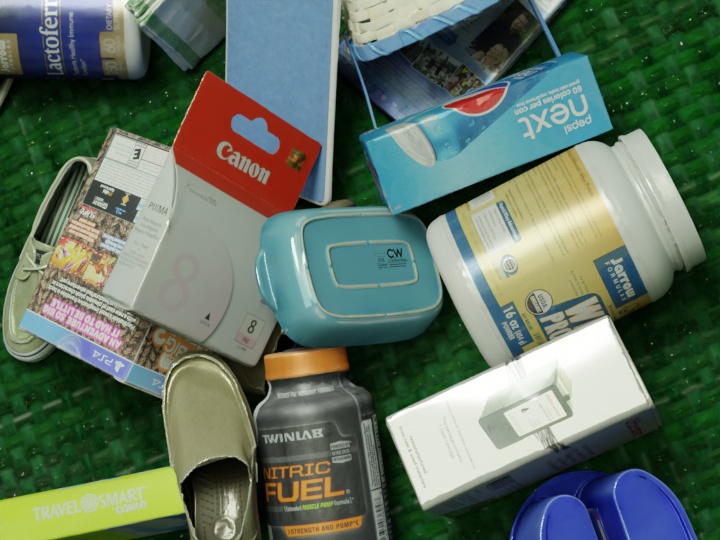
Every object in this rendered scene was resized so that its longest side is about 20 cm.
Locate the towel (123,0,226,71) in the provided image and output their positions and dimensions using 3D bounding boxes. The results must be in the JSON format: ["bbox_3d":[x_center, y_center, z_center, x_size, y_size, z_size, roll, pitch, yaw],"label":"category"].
[{"bbox_3d":[-0.116,-0.277,1.469,0.031,0.149,0.200,44,90,16],"label":"towel"}]

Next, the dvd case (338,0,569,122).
[{"bbox_3d":[0.080,-0.223,1.482,0.143,0.018,0.200,42,92,17],"label":"dvd case"}]

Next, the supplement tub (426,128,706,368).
[{"bbox_3d":[0.170,-0.018,1.358,0.199,0.145,0.145,-27,75,7],"label":"supplement tub"}]

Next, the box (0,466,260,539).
[{"bbox_3d":[-0.199,0.206,1.413,0.199,0.122,0.048,-12,77,10],"label":"box"}]

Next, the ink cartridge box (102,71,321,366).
[{"bbox_3d":[-0.107,-0.037,1.341,0.057,0.162,0.201,27,88,41],"label":"ink cartridge box"}]

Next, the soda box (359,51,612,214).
[{"bbox_3d":[0.104,-0.116,1.373,0.199,0.064,0.068,-22,101,-2],"label":"soda box"}]

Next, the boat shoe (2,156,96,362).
[{"bbox_3d":[-0.287,-0.014,1.504,0.072,0.062,0.201,17,85,15],"label":"boat shoe"}]

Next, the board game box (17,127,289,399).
[{"bbox_3d":[-0.181,-0.003,1.430,0.159,0.097,0.201,21,85,42],"label":"board game box"}]

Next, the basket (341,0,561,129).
[{"bbox_3d":[0.069,-0.219,1.411,0.176,0.139,0.201,-21,102,1],"label":"basket"}]

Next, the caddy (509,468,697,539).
[{"bbox_3d":[0.205,0.256,1.324,0.141,0.105,0.201,-17,75,-15],"label":"caddy"}]

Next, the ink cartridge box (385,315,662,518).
[{"bbox_3d":[0.137,0.124,1.339,0.199,0.145,0.084,-25,74,7],"label":"ink cartridge box"}]

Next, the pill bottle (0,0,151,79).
[{"bbox_3d":[-0.296,-0.234,1.498,0.199,0.116,0.116,0,79,-1],"label":"pill bottle"}]

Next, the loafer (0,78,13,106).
[{"bbox_3d":[-0.395,-0.120,1.545,0.070,0.070,0.201,24,85,24],"label":"loafer"}]

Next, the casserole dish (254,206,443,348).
[{"bbox_3d":[0.000,0.000,1.376,0.039,0.199,0.122,-25,74,45],"label":"casserole dish"}]

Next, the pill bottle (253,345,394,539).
[{"bbox_3d":[-0.033,0.164,1.375,0.106,0.106,0.201,-9,88,11],"label":"pill bottle"}]

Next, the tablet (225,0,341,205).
[{"bbox_3d":[-0.070,-0.166,1.437,0.130,0.014,0.201,22,121,34],"label":"tablet"}]

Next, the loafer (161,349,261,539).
[{"bbox_3d":[-0.116,0.152,1.315,0.075,0.068,0.201,-11,68,-8],"label":"loafer"}]

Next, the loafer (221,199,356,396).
[{"bbox_3d":[-0.055,0.028,1.442,0.067,0.076,0.200,38,98,14],"label":"loafer"}]
